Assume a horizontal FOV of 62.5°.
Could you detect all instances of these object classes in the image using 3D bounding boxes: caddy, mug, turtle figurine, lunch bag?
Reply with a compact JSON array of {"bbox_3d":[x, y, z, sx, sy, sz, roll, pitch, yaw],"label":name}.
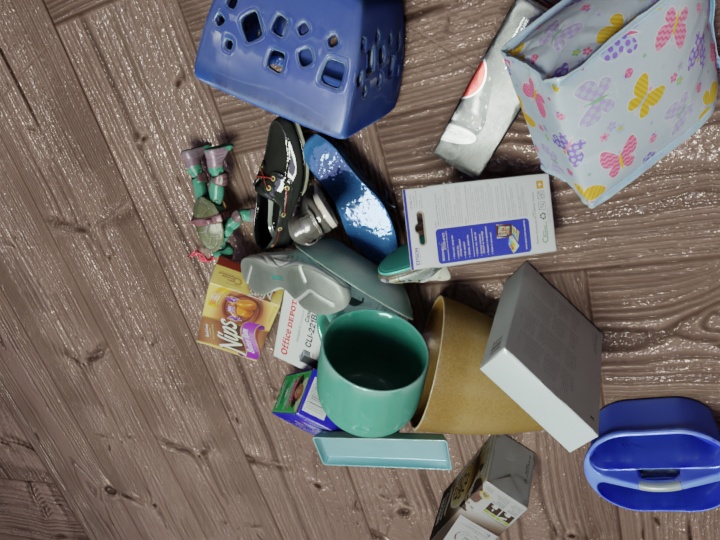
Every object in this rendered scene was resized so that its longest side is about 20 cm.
[{"bbox_3d":[0.414,0.265,0.827,0.195,0.105,0.145,-12,114,29],"label":"caddy"},{"bbox_3d":[0.012,0.138,0.824,0.146,0.187,0.117,3,126,-8],"label":"mug"},{"bbox_3d":[-0.217,-0.089,0.922,0.145,0.101,0.207,-1,111,23],"label":"turtle figurine"},{"bbox_3d":[0.262,-0.199,0.594,0.198,0.128,0.170,-36,131,5],"label":"lunch bag"}]

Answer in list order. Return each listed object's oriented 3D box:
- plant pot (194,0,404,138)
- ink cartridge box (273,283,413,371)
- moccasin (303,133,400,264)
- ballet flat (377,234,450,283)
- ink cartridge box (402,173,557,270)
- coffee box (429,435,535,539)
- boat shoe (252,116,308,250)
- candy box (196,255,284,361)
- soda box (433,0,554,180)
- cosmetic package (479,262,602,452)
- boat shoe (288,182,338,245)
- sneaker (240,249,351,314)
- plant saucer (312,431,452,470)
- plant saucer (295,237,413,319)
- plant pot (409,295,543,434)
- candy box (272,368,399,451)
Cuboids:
[{"bbox_3d":[-0.047,-0.286,0.672,0.195,0.200,0.184,24,120,10],"label":"plant pot"},{"bbox_3d":[-0.032,0.099,0.948,0.195,0.084,0.148,23,125,10],"label":"ink cartridge box"},{"bbox_3d":[-0.001,-0.108,0.831,0.079,0.068,0.204,-26,101,20],"label":"moccasin"},{"bbox_3d":[0.115,-0.027,0.774,0.198,0.072,0.073,-35,105,-5],"label":"ballet flat"},{"bbox_3d":[0.144,-0.060,0.725,0.193,0.037,0.098,-8,92,-15],"label":"ink cartridge box"},{"bbox_3d":[0.201,0.381,0.986,0.078,0.114,0.203,30,125,4],"label":"coffee box"},{"bbox_3d":[-0.119,-0.121,0.855,0.073,0.062,0.207,37,131,37],"label":"boat shoe"},{"bbox_3d":[-0.200,0.068,0.975,0.113,0.058,0.201,19,141,-10],"label":"candy box"},{"bbox_3d":[0.163,-0.213,0.696,0.070,0.064,0.203,31,125,4],"label":"soda box"},{"bbox_3d":[0.237,0.101,0.756,0.150,0.201,0.052,40,127,-3],"label":"cosmetic package"},{"bbox_3d":[-0.067,-0.074,0.798,0.056,0.200,0.068,-31,99,2],"label":"boat shoe"},{"bbox_3d":[-0.083,0.003,0.850,0.196,0.079,0.073,17,123,36],"label":"sneaker"},{"bbox_3d":[0.031,0.255,0.846,0.193,0.019,0.071,-4,129,15],"label":"plant saucer"},{"bbox_3d":[0.000,0.000,0.838,0.198,0.201,0.039,32,91,4],"label":"plant saucer"},{"bbox_3d":[0.184,0.153,0.842,0.193,0.189,0.191,14,124,-2],"label":"plant pot"},{"bbox_3d":[-0.043,0.234,0.962,0.166,0.079,0.199,29,158,-12],"label":"candy box"}]
